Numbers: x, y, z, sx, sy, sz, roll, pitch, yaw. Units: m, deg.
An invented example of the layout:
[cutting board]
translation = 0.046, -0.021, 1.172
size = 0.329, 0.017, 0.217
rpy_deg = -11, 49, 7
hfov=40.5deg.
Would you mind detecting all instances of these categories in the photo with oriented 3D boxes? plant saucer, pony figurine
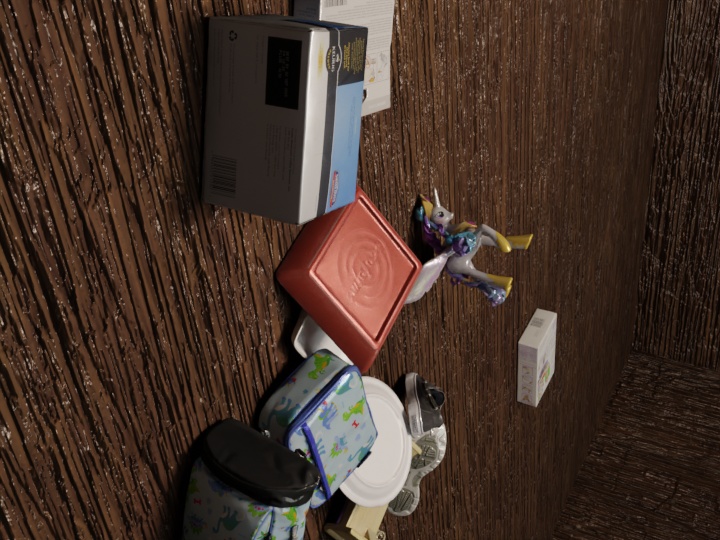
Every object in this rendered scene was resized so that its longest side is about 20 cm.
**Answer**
[plant saucer]
translation = 0.000, 0.000, 1.330
size = 0.200, 0.036, 0.201
rpy_deg = 50, 53, -27
[pony figurine]
translation = 0.165, -0.022, 1.639
size = 0.167, 0.198, 0.195
rpy_deg = -46, 158, -58

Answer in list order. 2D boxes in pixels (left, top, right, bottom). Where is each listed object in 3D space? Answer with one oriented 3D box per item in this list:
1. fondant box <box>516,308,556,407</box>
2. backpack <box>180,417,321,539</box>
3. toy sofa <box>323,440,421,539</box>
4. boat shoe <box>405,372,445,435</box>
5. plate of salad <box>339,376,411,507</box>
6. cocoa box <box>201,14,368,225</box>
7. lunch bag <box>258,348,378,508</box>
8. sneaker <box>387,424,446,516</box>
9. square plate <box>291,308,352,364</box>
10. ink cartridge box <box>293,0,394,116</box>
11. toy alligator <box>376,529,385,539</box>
[fondant box]
translation = 0.448, 0.222, 2.478
size = 0.145, 0.057, 0.202
rpy_deg = -50, 144, -44
[backpack]
translation = -0.143, 0.311, 1.175
size = 0.153, 0.162, 0.203
rpy_deg = -31, 137, -46
[toy sofa]
translation = 0.012, 0.358, 1.614
size = 0.083, 0.097, 0.202
rpy_deg = 45, 59, -34
[boat shoe]
translation = 0.113, 0.223, 1.672
size = 0.200, 0.065, 0.071
rpy_deg = -78, 159, -80
[plate of salad]
translation = 0.009, 0.270, 1.537
size = 0.198, 0.048, 0.203
rpy_deg = 17, 67, -43
[cocoa box]
translation = -0.081, -0.170, 1.063
size = 0.131, 0.132, 0.203
rpy_deg = -28, 127, -59
[lunch bag]
translation = -0.058, 0.224, 1.351
size = 0.160, 0.082, 0.202
rpy_deg = -42, 142, -28
[sneaker]
translation = 0.090, 0.332, 1.741
size = 0.100, 0.077, 0.202
rpy_deg = -92, -154, -66
[square plate]
translation = -0.032, 0.054, 1.406
size = 0.202, 0.028, 0.199
rpy_deg = -67, 153, -20
[ink cartridge box]
translation = -0.019, -0.285, 1.242
size = 0.199, 0.044, 0.179
rpy_deg = -31, 129, -57
[toy alligator]
translation = -0.019, 0.508, 1.643
size = 0.054, 0.060, 0.200
rpy_deg = -41, 178, 34
